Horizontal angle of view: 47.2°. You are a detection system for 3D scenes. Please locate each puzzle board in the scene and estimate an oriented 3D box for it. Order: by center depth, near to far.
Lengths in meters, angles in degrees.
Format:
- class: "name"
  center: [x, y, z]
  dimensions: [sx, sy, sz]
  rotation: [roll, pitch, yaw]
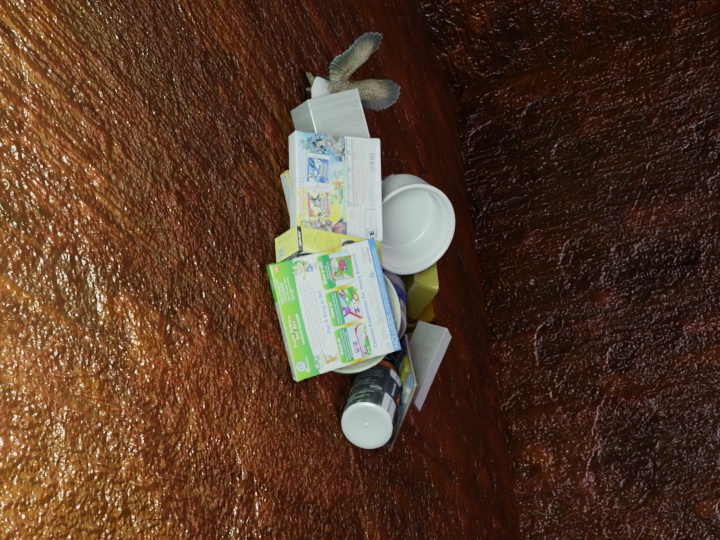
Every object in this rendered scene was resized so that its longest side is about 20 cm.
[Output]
- class: "puzzle board"
  center: [0.077, 0.263, 1.770]
  dimensions: [0.152, 0.017, 0.203]
  rotation: [-98, -160, -53]

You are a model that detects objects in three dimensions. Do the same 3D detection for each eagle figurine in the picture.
- class: "eagle figurine"
  center: [-0.024, -0.436, 1.874]
  dimensions: [0.152, 0.195, 0.155]
  rotation: [42, 38, -62]

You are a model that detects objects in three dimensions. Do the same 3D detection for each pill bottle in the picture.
- class: "pill bottle"
  center: [0.029, 0.260, 1.667]
  dimensions: [0.201, 0.104, 0.108]
  rotation: [-66, 139, -64]
- class: "pill bottle"
  center: [0.046, 0.062, 1.856]
  dimensions: [0.202, 0.117, 0.121]
  rotation: [-86, 156, -55]

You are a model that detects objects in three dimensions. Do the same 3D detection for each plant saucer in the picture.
- class: "plant saucer"
  center: [0.122, -0.011, 1.921]
  dimensions: [0.201, 0.047, 0.205]
  rotation: [121, -32, -63]

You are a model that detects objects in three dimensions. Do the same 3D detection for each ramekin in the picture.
- class: "ramekin"
  center: [0.093, -0.104, 1.744]
  dimensions: [0.203, 0.197, 0.098]
  rotation: [66, -6, -32]

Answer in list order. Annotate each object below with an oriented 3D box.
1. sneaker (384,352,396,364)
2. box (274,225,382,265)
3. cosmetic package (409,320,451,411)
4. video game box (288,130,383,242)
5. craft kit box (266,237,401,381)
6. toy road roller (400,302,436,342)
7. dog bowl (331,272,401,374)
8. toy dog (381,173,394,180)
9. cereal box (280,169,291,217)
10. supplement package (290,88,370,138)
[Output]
- class: "sneaker"
  center: [0.066, 0.200, 1.891]
  dimensions: [0.200, 0.077, 0.077]
  rotation: [3, 75, -73]
- class: "box"
  center: [-0.056, -0.034, 1.508]
  dimensions: [0.197, 0.075, 0.051]
  rotation: [9, 66, -40]
- class: "cosmetic package"
  center: [0.142, 0.227, 1.973]
  dimensions: [0.203, 0.081, 0.051]
  rotation: [-63, 145, -21]
- class: "video game box"
  center: [-0.047, -0.154, 1.566]
  dimensions: [0.178, 0.047, 0.206]
  rotation: [2, 83, -27]
- class: "craft kit box"
  center: [-0.046, 0.066, 1.422]
  dimensions: [0.048, 0.193, 0.205]
  rotation: [170, -94, -72]
- class: "toy road roller"
  center: [0.123, 0.102, 2.106]
  dimensions: [0.147, 0.120, 0.204]
  rotation: [-97, 172, -66]
- class: "dog bowl"
  center: [-0.029, 0.081, 1.485]
  dimensions: [0.074, 0.196, 0.205]
  rotation: [169, -93, -75]
- class: "toy dog"
  center: [0.054, -0.202, 2.200]
  dimensions: [0.200, 0.094, 0.135]
  rotation: [70, 6, -80]
- class: "cereal box"
  center: [-0.066, -0.103, 1.598]
  dimensions: [0.039, 0.141, 0.205]
  rotation: [-14, -90, 62]
- class: "supplement package"
  center: [-0.052, -0.254, 1.704]
  dimensions: [0.119, 0.119, 0.205]
  rotation: [-4, -78, 67]
